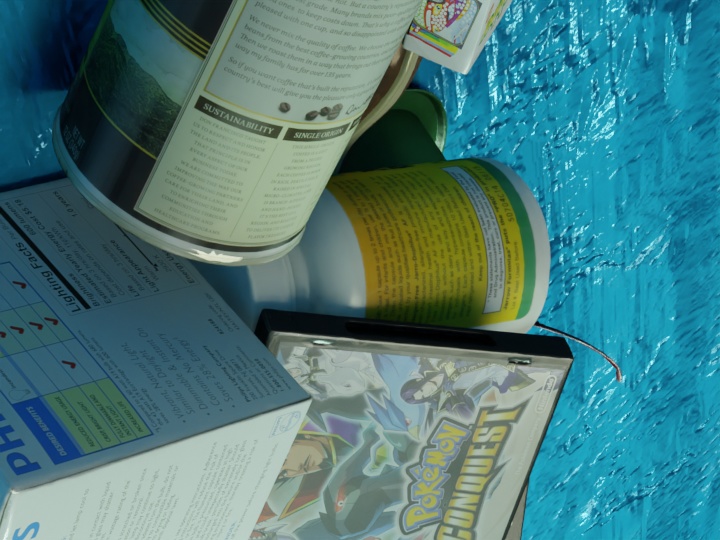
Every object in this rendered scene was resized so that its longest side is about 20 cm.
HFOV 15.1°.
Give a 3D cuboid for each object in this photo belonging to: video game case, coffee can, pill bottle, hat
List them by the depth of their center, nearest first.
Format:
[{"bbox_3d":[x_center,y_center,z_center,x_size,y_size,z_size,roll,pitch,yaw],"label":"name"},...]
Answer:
[{"bbox_3d":[-0.054,-0.124,1.368,0.146,0.146,0.201,-12,140,-47],"label":"coffee can"},{"bbox_3d":[0.006,0.115,1.519,0.179,0.026,0.201,6,124,-20],"label":"video game case"},{"bbox_3d":[0.000,0.000,1.539,0.199,0.113,0.113,-9,138,-34],"label":"pill bottle"},{"bbox_3d":[0.048,0.002,1.662,0.199,0.176,0.166,-28,150,-29],"label":"hat"}]

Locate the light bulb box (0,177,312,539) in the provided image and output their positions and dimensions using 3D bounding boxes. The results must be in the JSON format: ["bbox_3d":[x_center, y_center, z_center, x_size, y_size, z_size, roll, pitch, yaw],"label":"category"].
[{"bbox_3d":[-0.171,0.068,1.421,0.199,0.198,0.125,-15,141,-42],"label":"light bulb box"}]

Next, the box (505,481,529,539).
[{"bbox_3d":[-0.011,0.096,1.611,0.198,0.132,0.116,1,110,-17],"label":"box"}]

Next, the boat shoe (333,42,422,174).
[{"bbox_3d":[-0.025,-0.106,1.523,0.075,0.075,0.203,-8,137,-42],"label":"boat shoe"}]

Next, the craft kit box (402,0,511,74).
[{"bbox_3d":[0.094,-0.238,1.438,0.200,0.048,0.198,-59,172,-42],"label":"craft kit box"}]
